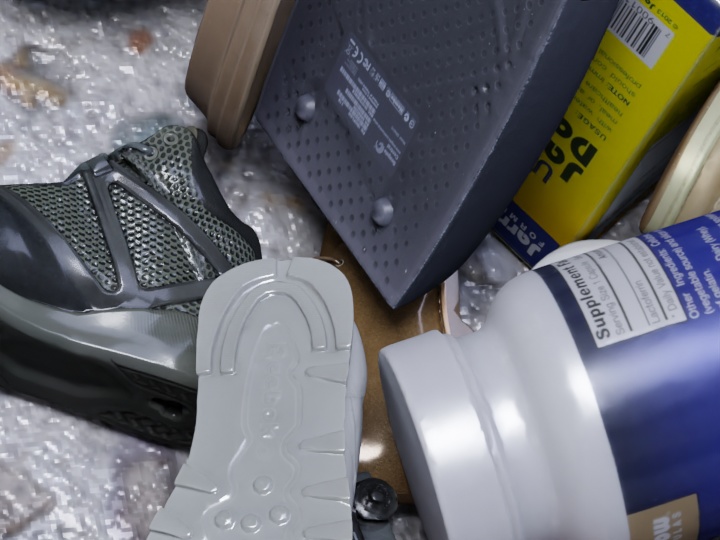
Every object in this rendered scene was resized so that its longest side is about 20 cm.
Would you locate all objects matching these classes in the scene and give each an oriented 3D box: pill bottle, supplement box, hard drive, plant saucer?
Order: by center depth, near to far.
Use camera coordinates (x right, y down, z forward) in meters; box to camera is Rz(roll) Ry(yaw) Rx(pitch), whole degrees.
[{"bbox_3d":[0.114,0.044,0.944,0.200,0.116,0.116,-18,66,-4],"label":"pill bottle"},{"bbox_3d":[0.035,-0.099,0.960,0.042,0.200,0.135,-2,42,-37],"label":"hard drive"},{"bbox_3d":[-0.027,-0.145,1.013,0.029,0.200,0.200,21,55,-2],"label":"plant saucer"},{"bbox_3d":[0.105,-0.107,1.054,0.110,0.200,0.109,44,56,10],"label":"supplement box"}]

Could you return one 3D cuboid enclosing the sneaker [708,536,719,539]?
[{"bbox_3d":[0.116,0.111,0.993,0.087,0.076,0.200,10,42,-4],"label":"sneaker"}]

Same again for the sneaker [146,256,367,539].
[{"bbox_3d":[-0.032,0.095,0.909,0.076,0.081,0.200,7,56,11],"label":"sneaker"}]

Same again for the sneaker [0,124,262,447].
[{"bbox_3d":[-0.126,-0.014,0.994,0.199,0.076,0.114,19,54,-12],"label":"sneaker"}]

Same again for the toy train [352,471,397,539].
[{"bbox_3d":[0.020,0.167,0.938,0.046,0.034,0.200,-12,65,-22],"label":"toy train"}]

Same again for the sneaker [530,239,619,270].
[{"bbox_3d":[0.162,0.005,1.072,0.200,0.070,0.080,-26,31,-26],"label":"sneaker"}]

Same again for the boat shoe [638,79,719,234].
[{"bbox_3d":[0.182,-0.059,1.043,0.063,0.073,0.200,38,45,13],"label":"boat shoe"}]

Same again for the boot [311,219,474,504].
[{"bbox_3d":[0.000,0.000,1.036,0.075,0.074,0.200,-5,64,-13],"label":"boot"}]
